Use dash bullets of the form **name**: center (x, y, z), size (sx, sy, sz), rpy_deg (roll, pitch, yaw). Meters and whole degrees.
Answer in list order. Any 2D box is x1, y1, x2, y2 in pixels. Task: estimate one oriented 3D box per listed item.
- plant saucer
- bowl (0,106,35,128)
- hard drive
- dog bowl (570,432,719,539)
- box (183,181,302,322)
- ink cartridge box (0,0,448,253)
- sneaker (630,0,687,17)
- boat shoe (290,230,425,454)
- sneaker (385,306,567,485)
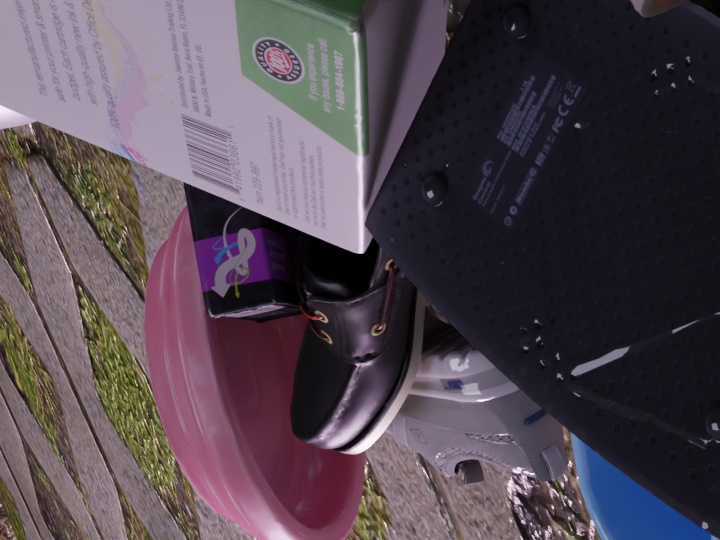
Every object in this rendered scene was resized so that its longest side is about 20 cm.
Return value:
- **plant saucer**: center (-0.057, 0.050, 0.961), size (0.200, 0.050, 0.202), rpy_deg (-15, -90, -72)
- **bowl**: center (-0.156, -0.146, 0.838), size (0.090, 0.201, 0.202), rpy_deg (26, 140, 39)
- **hard drive**: center (0.091, -0.018, 0.596), size (0.200, 0.042, 0.136), rpy_deg (42, 112, 43)
- **dog bowl**: center (0.120, 0.051, 0.691), size (0.111, 0.049, 0.201), rpy_deg (38, 147, 50)
- **box**: center (-0.060, -0.078, 0.849), size (0.143, 0.036, 0.202), rpy_deg (20, -121, -84)
- **ink cartridge box**: center (-0.072, -0.108, 0.673), size (0.199, 0.088, 0.146), rpy_deg (21, 153, 12)
- **sneaker**: center (0.091, -0.147, 0.489), size (0.080, 0.071, 0.200), rpy_deg (55, 159, 13)
- **boat shoe**: center (-0.001, -0.002, 0.805), size (0.074, 0.063, 0.202), rpy_deg (57, 139, 42)
- **sneaker**: center (0.031, 0.068, 0.892), size (0.200, 0.074, 0.083), rpy_deg (-2, 111, 68)
